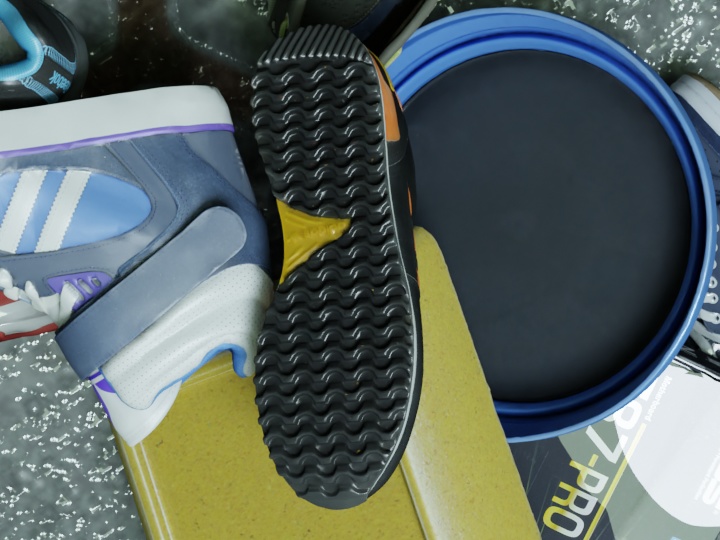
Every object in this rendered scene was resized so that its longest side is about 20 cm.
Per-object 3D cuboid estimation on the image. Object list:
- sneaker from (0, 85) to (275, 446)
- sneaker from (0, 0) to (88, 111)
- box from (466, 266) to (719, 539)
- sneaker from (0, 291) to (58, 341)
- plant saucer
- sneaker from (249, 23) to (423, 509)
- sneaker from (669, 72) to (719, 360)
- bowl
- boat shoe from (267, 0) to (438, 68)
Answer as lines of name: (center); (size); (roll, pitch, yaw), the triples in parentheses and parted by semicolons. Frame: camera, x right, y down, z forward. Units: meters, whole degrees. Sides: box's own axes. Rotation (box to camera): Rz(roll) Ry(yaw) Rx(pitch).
sneaker: (-0.136, 0.009, 0.715); (0.200, 0.081, 0.147); (-11, 87, -6)
sneaker: (-0.211, -0.127, 0.708); (0.200, 0.082, 0.073); (22, 90, -3)
box: (0.097, 0.116, 0.849); (0.161, 0.049, 0.200); (26, 102, 0)
sneaker: (-0.184, -0.022, 0.792); (0.200, 0.078, 0.116); (-11, 90, -1)
plant saucer: (-0.029, 0.104, 0.785); (0.200, 0.048, 0.200); (-22, 84, 23)
sneaker: (0.000, 0.000, 0.717); (0.070, 0.090, 0.201); (-5, 85, 18)
sneaker: (0.179, 0.002, 0.869); (0.108, 0.070, 0.200); (-33, 117, -1)
bowl: (0.070, -0.020, 0.784); (0.200, 0.039, 0.201); (1, 92, 24)
boat shoe: (0.014, -0.144, 0.720); (0.072, 0.060, 0.202); (9, 149, -22)
